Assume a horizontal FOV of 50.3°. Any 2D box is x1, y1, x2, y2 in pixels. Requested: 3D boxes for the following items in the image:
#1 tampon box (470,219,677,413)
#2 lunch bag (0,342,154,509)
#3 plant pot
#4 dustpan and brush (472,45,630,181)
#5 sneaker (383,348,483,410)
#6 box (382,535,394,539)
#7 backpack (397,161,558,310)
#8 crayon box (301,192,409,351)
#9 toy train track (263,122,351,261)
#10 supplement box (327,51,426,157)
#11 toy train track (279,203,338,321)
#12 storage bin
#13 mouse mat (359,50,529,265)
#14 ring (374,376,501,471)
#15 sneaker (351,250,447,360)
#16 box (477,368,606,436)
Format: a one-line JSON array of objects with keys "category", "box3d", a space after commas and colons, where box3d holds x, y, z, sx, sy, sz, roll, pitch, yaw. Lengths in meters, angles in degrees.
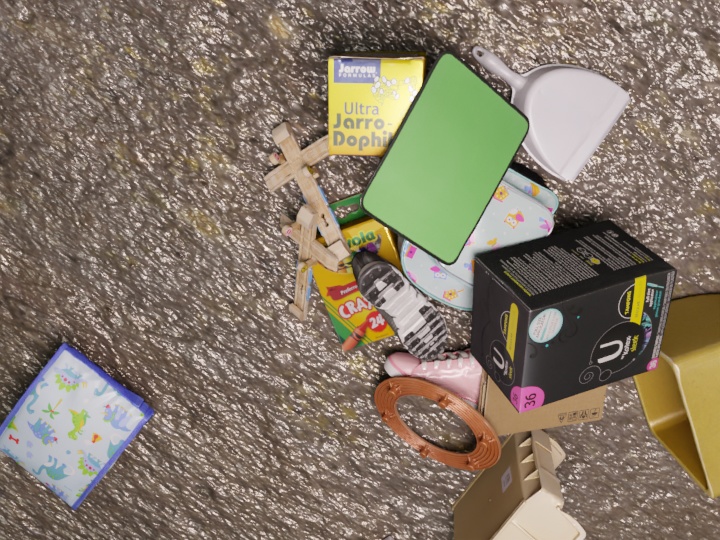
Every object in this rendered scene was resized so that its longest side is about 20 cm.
[{"category": "tampon box", "box3d": [0.248, 0.052, 0.923, 0.197, 0.126, 0.152, -15, 124, -17]}, {"category": "lunch bag", "box3d": [-0.423, 0.224, 1.155, 0.169, 0.128, 0.200, 38, 117, -6]}, {"category": "plant pot", "box3d": [0.485, 0.135, 1.007, 0.198, 0.194, 0.198, -22, 104, 3]}, {"category": "dustpan and brush", "box3d": [0.228, -0.228, 0.992, 0.199, 0.057, 0.140, 34, 96, -12]}, {"category": "sneaker", "box3d": [0.139, 0.134, 1.098, 0.198, 0.075, 0.106, 22, 106, -4]}, {"category": "box", "box3d": [0.050, 0.559, 1.219, 0.152, 0.106, 0.200, -39, 99, 15]}, {"category": "backpack", "box3d": [0.143, -0.049, 0.997, 0.174, 0.154, 0.201, 26, 111, -14]}, {"category": "crayon box", "box3d": [0.000, 0.000, 1.081, 0.125, 0.051, 0.202, -19, 104, 12]}, {"category": "toy train track", "box3d": [-0.070, -0.105, 1.027, 0.114, 0.032, 0.202, -29, 83, 22]}, {"category": "supplement box", "box3d": [0.025, -0.208, 0.936, 0.107, 0.200, 0.111, 2, 107, 6]}, {"category": "toy train track", "box3d": [-0.085, -0.002, 1.053, 0.114, 0.032, 0.202, 38, 140, 27]}, {"category": "storage bin", "box3d": [0.218, 0.349, 1.088, 0.093, 0.200, 0.200, 33, 108, -3]}, {"category": "mouse mat", "box3d": [0.100, -0.122, 0.868, 0.160, 0.008, 0.202, 30, 90, -32]}, {"category": "ring", "box3d": [0.105, 0.224, 1.093, 0.199, 0.019, 0.202, 24, 144, 19]}, {"category": "sneaker", "box3d": [0.051, 0.040, 1.028, 0.066, 0.091, 0.200, -39, 126, 4]}, {"category": "box", "box3d": [0.260, 0.146, 1.072, 0.197, 0.021, 0.166, -4, 111, -17]}]
